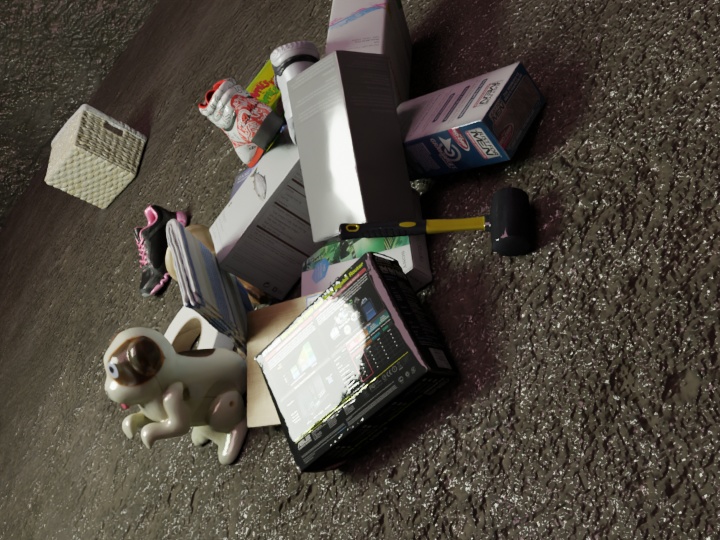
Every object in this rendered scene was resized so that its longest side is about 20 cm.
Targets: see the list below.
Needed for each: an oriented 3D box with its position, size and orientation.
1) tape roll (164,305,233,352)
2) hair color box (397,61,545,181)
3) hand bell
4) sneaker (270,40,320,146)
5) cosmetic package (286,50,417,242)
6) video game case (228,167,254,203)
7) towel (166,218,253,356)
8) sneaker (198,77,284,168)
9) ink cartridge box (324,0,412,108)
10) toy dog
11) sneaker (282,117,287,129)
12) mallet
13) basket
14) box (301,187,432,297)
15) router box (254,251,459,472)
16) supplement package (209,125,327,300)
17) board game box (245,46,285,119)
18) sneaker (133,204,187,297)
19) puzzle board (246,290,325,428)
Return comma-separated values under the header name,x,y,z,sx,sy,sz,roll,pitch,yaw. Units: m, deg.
name,x,y,z,sx,sy,sz,roll,pitch,yaw
tape roll,-0.271,0.131,1.166,0.202,0.037,0.203,-33,41,35
hair color box,0.104,-0.165,0.844,0.200,0.061,0.100,-4,45,53
hand bell,-0.214,0.007,1.145,0.200,0.104,0.104,27,88,41
sneaker,-0.073,-0.225,0.981,0.200,0.075,0.115,56,-160,-88
cosmetic package,-0.012,-0.140,0.839,0.107,0.090,0.201,-11,90,49
video game case,-0.196,-0.109,1.266,0.143,0.019,0.201,-22,48,44
towel,-0.191,0.032,0.970,0.024,0.200,0.147,-28,55,6
sneaker,-0.172,-0.211,1.026,0.067,0.108,0.201,-55,10,-8
ink cartridge box,0.015,-0.296,0.994,0.087,0.146,0.201,-6,56,13
toy dog,-0.246,0.149,0.966,0.139,0.200,0.195,22,84,57
sneaker,-0.104,-0.205,1.154,0.200,0.088,0.075,-43,38,27
mallet,0.076,-0.037,0.740,0.199,0.041,0.066,-9,58,9
basket,-0.724,-0.308,1.979,0.200,0.198,0.161,-34,45,34
box,0.000,0.000,0.901,0.200,0.036,0.145,-36,40,31
router box,-0.011,0.101,0.774,0.200,0.062,0.150,-42,57,25
supplement package,-0.109,-0.083,1.037,0.200,0.117,0.117,-51,31,13
board game box,-0.130,-0.262,1.156,0.102,0.048,0.200,-54,-5,-9
sneaker,-0.421,-0.044,1.454,0.079,0.095,0.201,-19,52,43
puzzle board,-0.070,0.108,0.881,0.199,0.017,0.151,-16,69,40
